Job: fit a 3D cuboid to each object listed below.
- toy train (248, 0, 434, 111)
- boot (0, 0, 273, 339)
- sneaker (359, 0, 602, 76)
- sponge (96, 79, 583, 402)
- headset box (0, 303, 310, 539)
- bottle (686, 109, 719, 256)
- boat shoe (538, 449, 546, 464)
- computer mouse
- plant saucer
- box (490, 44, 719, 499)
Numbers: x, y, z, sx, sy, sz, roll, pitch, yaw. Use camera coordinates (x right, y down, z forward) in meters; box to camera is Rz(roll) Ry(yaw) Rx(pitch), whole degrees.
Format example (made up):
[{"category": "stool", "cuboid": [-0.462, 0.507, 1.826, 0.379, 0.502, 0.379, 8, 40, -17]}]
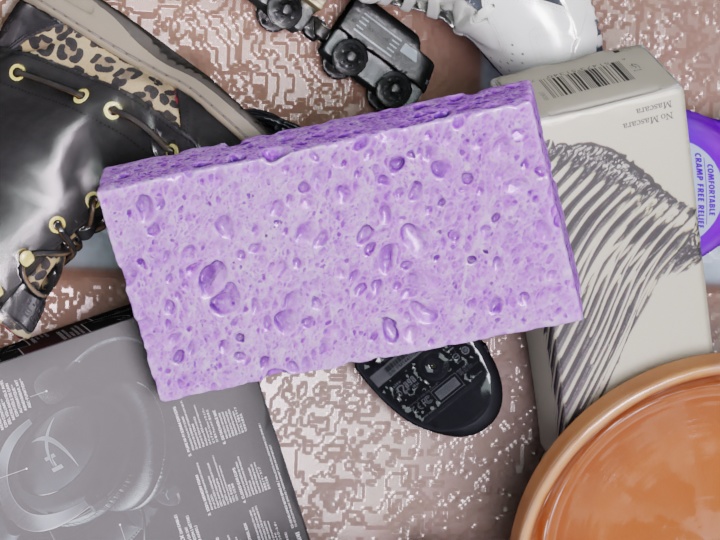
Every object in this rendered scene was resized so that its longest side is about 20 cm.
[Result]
[{"category": "toy train", "cuboid": [-0.046, -0.148, 1.311, 0.200, 0.034, 0.046, 36, 82, -11]}, {"category": "boot", "cuboid": [-0.119, -0.032, 1.264, 0.200, 0.073, 0.151, 38, 87, 11]}, {"category": "sneaker", "cuboid": [0.020, -0.140, 1.282, 0.129, 0.079, 0.200, -35, 99, -30]}, {"category": "sponge", "cuboid": [-0.007, -0.012, 1.207, 0.199, 0.030, 0.112, -11, 116, 6]}, {"category": "headset box", "cuboid": [-0.138, 0.105, 1.283, 0.199, 0.077, 0.149, -20, 96, -9]}, {"category": "bottle", "cuboid": [0.142, -0.041, 1.338, 0.199, 0.065, 0.084, -4, 100, -12]}, {"category": "boat shoe", "cuboid": [0.185, 0.134, 1.350, 0.199, 0.076, 0.072, 23, 90, -11]}, {"category": "computer mouse", "cuboid": [0.000, 0.000, 1.333, 0.059, 0.034, 0.200, -36, 94, 9]}, {"category": "plant saucer", "cuboid": [0.166, 0.131, 1.283, 0.200, 0.032, 0.201, -5, 113, -11]}, {"category": "box", "cuboid": [0.118, 0.001, 1.273, 0.082, 0.068, 0.201, -15, 115, -7]}]
